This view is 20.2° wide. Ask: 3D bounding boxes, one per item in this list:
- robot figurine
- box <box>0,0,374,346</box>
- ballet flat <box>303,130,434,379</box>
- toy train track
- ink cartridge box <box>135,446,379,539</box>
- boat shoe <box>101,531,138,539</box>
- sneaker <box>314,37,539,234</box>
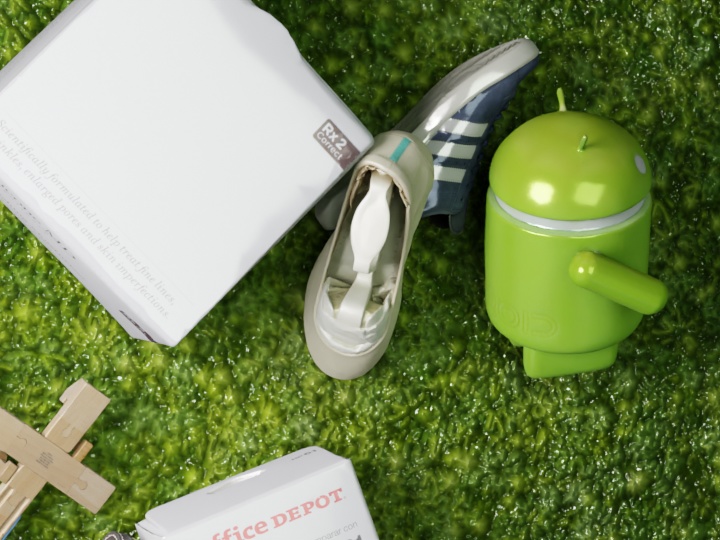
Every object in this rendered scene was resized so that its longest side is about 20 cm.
[{"bbox_3d":[0.145,-0.023,1.422,0.115,0.176,0.201,-7,121,-9],"label":"robot figurine"},{"bbox_3d":[-0.137,-0.088,1.338,0.200,0.131,0.199,-46,104,-13],"label":"box"},{"bbox_3d":[0.000,0.000,1.378,0.069,0.070,0.201,4,119,-19],"label":"ballet flat"},{"bbox_3d":[-0.244,0.155,1.359,0.115,0.033,0.200,41,85,-33],"label":"toy train track"},{"bbox_3d":[-0.051,0.240,1.398,0.144,0.085,0.201,-22,97,-17],"label":"ink cartridge box"},{"bbox_3d":[-0.221,0.251,1.347,0.065,0.073,0.200,42,79,-20],"label":"boat shoe"},{"bbox_3d":[0.064,-0.078,1.439,0.200,0.075,0.085,-42,102,-3],"label":"sneaker"}]
